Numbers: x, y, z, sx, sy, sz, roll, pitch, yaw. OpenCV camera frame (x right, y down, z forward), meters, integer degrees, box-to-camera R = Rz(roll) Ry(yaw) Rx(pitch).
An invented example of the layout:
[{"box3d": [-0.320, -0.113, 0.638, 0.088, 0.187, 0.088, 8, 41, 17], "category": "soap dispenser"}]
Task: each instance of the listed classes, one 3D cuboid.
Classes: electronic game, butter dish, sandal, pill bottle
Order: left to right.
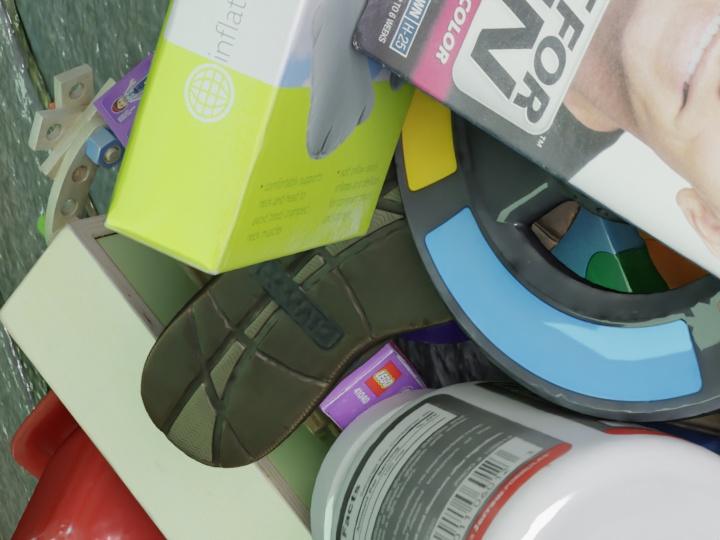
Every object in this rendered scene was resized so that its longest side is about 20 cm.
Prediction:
[{"box3d": [-0.106, 0.165, 1.045, 0.199, 0.148, 0.200, 36, 152, -8], "category": "butter dish"}, {"box3d": [0.000, 0.000, 0.773, 0.082, 0.055, 0.200, 46, 117, 0], "category": "sandal"}, {"box3d": [0.056, 0.100, 0.723, 0.200, 0.115, 0.117, -165, 60, -72], "category": "pill bottle"}, {"box3d": [0.086, -0.054, 0.652, 0.199, 0.041, 0.202, -2, 88, 42], "category": "electronic game"}]

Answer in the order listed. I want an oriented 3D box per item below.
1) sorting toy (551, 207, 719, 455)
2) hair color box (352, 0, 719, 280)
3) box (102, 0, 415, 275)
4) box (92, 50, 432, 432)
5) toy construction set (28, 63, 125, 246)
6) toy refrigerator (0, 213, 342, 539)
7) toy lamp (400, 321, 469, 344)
[{"box3d": [0.118, 0.030, 0.721, 0.200, 0.036, 0.187, -29, 80, 63], "category": "sorting toy"}, {"box3d": [0.102, -0.059, 0.579, 0.199, 0.060, 0.101, 34, 108, 29], "category": "hair color box"}, {"box3d": [-0.006, -0.105, 0.640, 0.047, 0.122, 0.202, 24, 105, 18], "category": "box"}, {"box3d": [-0.027, 0.009, 0.907, 0.200, 0.039, 0.137, 51, 180, 35], "category": "box"}, {"box3d": [-0.124, -0.007, 1.093, 0.201, 0.092, 0.132, 59, 172, 38], "category": "toy construction set"}, {"box3d": [-0.061, 0.066, 0.922, 0.200, 0.076, 0.070, 50, 120, 15], "category": "toy refrigerator"}, {"box3d": [0.026, -0.071, 0.810, 0.058, 0.058, 0.202, 33, 133, 51], "category": "toy lamp"}]
